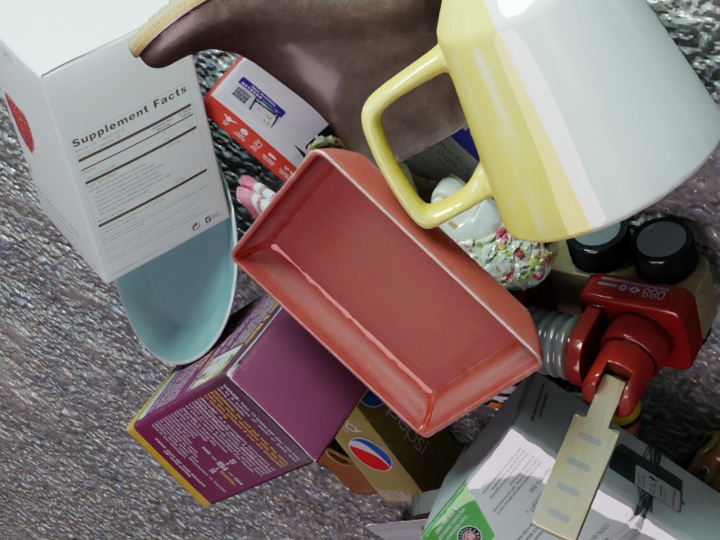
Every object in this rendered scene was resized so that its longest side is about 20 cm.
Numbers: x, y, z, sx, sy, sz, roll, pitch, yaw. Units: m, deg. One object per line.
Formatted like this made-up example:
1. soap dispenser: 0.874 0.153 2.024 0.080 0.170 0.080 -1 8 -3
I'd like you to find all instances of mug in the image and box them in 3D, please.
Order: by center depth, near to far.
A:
1. mug: 0.107 -0.111 0.935 0.154 0.186 0.149 59 161 -21

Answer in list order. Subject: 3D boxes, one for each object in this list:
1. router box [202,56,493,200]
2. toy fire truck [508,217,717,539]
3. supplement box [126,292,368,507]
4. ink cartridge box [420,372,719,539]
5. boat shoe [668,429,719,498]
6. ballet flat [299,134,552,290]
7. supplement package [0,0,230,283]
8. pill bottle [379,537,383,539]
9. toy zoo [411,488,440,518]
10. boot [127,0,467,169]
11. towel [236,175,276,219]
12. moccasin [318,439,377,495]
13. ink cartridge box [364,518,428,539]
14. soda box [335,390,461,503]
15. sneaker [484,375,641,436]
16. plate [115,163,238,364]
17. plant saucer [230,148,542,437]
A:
1. router box: 0.000 -0.107 1.144 0.200 0.049 0.179 40 147 -9
2. toy fire truck: 0.141 0.067 1.101 0.175 0.201 0.129 12 141 31
3. supplement box: -0.086 0.100 1.293 0.103 0.131 0.200 46 145 -10
4. ink cartridge box: 0.171 0.196 1.204 0.199 0.083 0.147 34 124 -2
5. boat shoe: 0.259 0.185 1.276 0.068 0.072 0.200 36 136 -4
6. ballet flat: 0.039 -0.042 1.081 0.198 0.076 0.064 18 137 20
7. supplement package: -0.194 -0.118 1.192 0.121 0.119 0.201 42 153 41
8. pill bottle: 0.099 0.347 1.582 0.199 0.112 0.112 23 146 17
9. toy zoo: 0.137 0.200 1.365 0.130 0.021 0.199 11 159 -36
10. boot: -0.033 -0.131 1.017 0.167 0.199 0.072 63 -176 -11
11. towel: 0.000 0.000 1.224 0.199 0.030 0.146 29 167 37
12. moccasin: -0.041 0.140 1.478 0.201 0.074 0.078 44 140 -12
13. ink cartridge box: 0.120 0.234 1.387 0.161 0.057 0.200 -11 143 28
14. soda box: 0.008 0.122 1.415 0.064 0.068 0.201 -5 130 45
15. sneaker: 0.135 0.101 1.271 0.199 0.070 0.090 4 134 36
16. plate: -0.152 -0.021 1.324 0.199 0.025 0.202 6 98 50
17. plant saucer: 0.019 0.013 1.068 0.200 0.037 0.200 44 151 -2
